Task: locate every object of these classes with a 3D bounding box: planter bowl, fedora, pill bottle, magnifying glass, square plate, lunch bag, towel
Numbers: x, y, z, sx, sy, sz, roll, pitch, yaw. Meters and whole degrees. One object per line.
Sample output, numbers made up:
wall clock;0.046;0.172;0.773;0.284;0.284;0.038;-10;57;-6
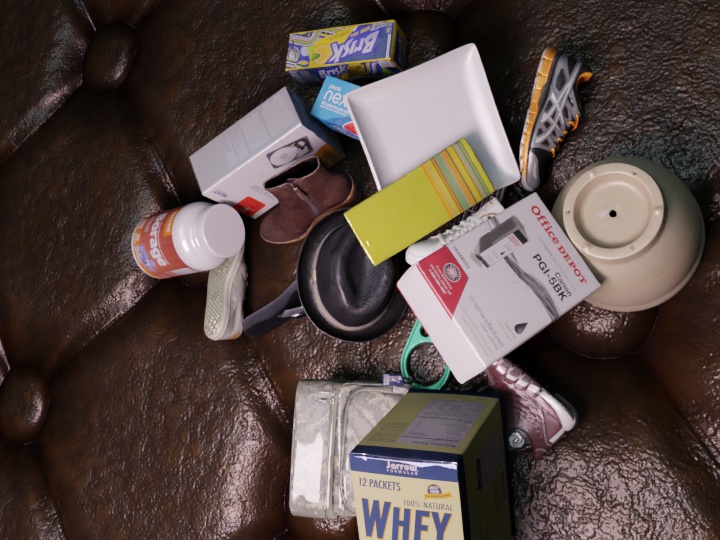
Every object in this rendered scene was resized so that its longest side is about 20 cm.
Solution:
planter bowl;0.328;-0.058;0.953;0.197;0.134;0.204;-6;77;26
fedora;0.000;0.000;1.084;0.197;0.092;0.204;2;79;-12
pill bottle;-0.285;-0.052;1.248;0.198;0.111;0.114;-9;74;43
magnifying glass;0.097;0.080;1.103;0.078;0.022;0.204;-4;76;26
square plate;0.100;-0.183;1.041;0.197;0.028;0.201;-22;97;-4
lunch bag;-0.004;0.248;1.058;0.165;0.139;0.204;2;79;11
towel;0.081;-0.094;1.028;0.198;0.018;0.087;-32;93;-1

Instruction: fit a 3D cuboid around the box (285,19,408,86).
box;-0.023;-0.357;1.239;0.197;0.064;0.071;2;79;27

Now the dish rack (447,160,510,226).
dish rack;0.126;-0.139;1.121;0.198;0.054;0.156;19;89;27

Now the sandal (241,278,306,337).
sandal;-0.102;0.059;1.183;0.199;0.076;0.043;-36;63;27

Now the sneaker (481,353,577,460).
sneaker;0.183;0.174;1.010;0.200;0.075;0.116;41;101;27

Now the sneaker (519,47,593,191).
sneaker;0.270;-0.209;1.054;0.076;0.078;0.204;14;92;9

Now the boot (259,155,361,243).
boot;-0.109;-0.112;1.168;0.197;0.166;0.073;-22;69;21

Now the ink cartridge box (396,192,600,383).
ink cartridge box;0.168;0.017;0.910;0.198;0.083;0.148;-30;80;-24

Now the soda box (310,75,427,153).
soda box;0.022;-0.228;1.132;0.198;0.064;0.069;28;92;35

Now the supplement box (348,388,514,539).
supplement box;0.096;0.277;0.922;0.132;0.199;0.204;-2;102;26

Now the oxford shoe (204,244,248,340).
oxford shoe;-0.217;0.027;1.258;0.075;0.057;0.203;-23;53;40

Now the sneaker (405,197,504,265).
sneaker;0.156;-0.056;1.032;0.196;0.073;0.086;-10;112;-3

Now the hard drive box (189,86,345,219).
hard drive box;-0.147;-0.184;1.211;0.198;0.155;0.078;-31;68;18
